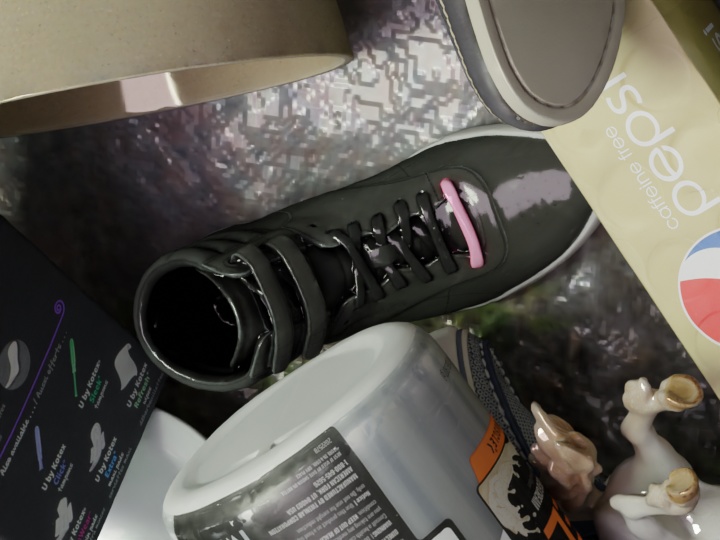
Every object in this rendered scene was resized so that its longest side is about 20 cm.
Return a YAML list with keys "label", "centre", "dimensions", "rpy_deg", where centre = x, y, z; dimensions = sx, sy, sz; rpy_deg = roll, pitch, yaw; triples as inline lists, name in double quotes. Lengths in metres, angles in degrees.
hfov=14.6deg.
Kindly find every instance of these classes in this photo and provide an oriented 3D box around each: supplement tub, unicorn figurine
- label: "supplement tub"
  centre: [0.029, 0.129, 1.039]
  dimensions: [0.123, 0.123, 0.200]
  rpy_deg: [-30, 102, 26]
- label: "unicorn figurine"
  centre: [0.155, 0.109, 1.048]
  dimensions: [0.200, 0.074, 0.137]
  rpy_deg: [34, 152, 15]

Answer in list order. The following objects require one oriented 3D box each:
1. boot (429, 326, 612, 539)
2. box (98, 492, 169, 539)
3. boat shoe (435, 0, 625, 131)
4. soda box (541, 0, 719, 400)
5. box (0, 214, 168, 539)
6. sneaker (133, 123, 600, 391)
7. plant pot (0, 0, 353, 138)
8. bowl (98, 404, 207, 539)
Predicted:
- label: "boot"
  centre: [0.098, 0.103, 1.122]
  dimensions: [0.090, 0.073, 0.200]
  rpy_deg: [-21, 103, 12]
- label: "box"
  centre: [-0.135, 0.178, 1.246]
  dimensions: [0.143, 0.036, 0.200]
  rpy_deg: [41, 116, 4]
- label: "boat shoe"
  centre: [0.043, -0.128, 1.015]
  dimensions: [0.063, 0.073, 0.200]
  rpy_deg: [-39, 50, 43]
- label: "soda box"
  centre: [0.131, -0.031, 1.058]
  dimensions: [0.068, 0.064, 0.200]
  rpy_deg: [-32, 96, 27]
- label: "box"
  centre: [-0.183, 0.030, 1.070]
  dimensions: [0.122, 0.200, 0.106]
  rpy_deg: [9, 67, 32]
- label: "sneaker"
  centre: [0.000, 0.000, 1.098]
  dimensions: [0.200, 0.099, 0.071]
  rpy_deg: [-17, 99, 23]
- label: "plant pot"
  centre: [-0.111, -0.160, 1.055]
  dimensions: [0.187, 0.187, 0.200]
  rpy_deg: [-10, 90, 23]
- label: "bowl"
  centre: [-0.111, 0.159, 1.138]
  dimensions: [0.201, 0.201, 0.090]
  rpy_deg: [-10, 147, 23]
